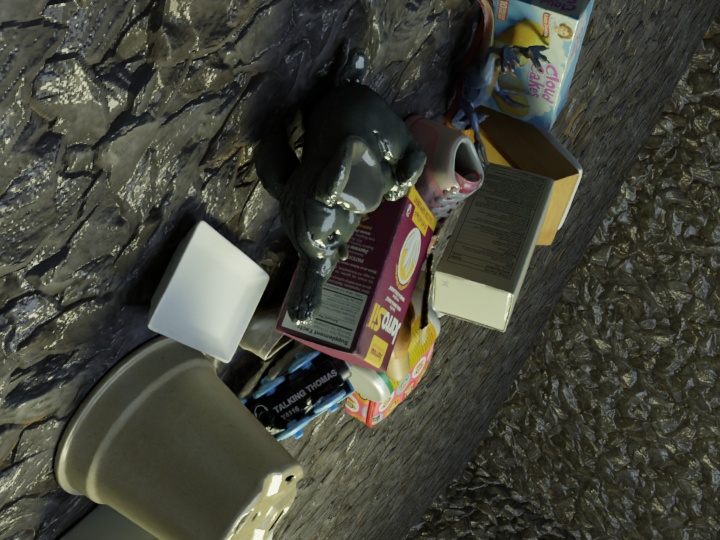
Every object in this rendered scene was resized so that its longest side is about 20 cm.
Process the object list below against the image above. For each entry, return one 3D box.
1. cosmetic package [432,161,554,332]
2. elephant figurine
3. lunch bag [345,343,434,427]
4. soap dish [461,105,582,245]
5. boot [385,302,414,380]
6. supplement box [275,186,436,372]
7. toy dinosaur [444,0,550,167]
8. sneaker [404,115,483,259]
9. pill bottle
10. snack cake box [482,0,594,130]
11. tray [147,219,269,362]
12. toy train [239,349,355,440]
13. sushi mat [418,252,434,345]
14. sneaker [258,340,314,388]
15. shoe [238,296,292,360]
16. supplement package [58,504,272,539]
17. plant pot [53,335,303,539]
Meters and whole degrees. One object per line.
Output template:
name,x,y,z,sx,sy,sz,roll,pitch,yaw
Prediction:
cosmetic package,0.172,-0.034,1.104,0.087,0.103,0.200,89,24,-52
elephant figurine,-0.029,-0.079,0.808,0.141,0.155,0.200,-43,-176,44
lunch bag,0.054,0.160,1.508,0.200,0.082,0.177,-43,153,-37
soap dish,0.218,-0.147,1.241,0.081,0.200,0.158,-26,151,-21
boot,0.035,0.033,1.161,0.202,0.070,0.144,-97,177,-48
supplement box,0.000,0.000,0.984,0.201,0.103,0.131,-71,159,-8
toy dinosaur,0.157,-0.245,1.105,0.105,0.201,0.181,-31,-171,-31
sneaker,0.093,-0.085,1.069,0.075,0.104,0.201,-18,120,-46
pill bottle,0.054,0.097,1.344,0.200,0.113,0.113,-49,160,-20
snack cake box,0.222,-0.286,1.110,0.067,0.115,0.200,-57,163,-26
tray,-0.150,0.025,0.850,0.108,0.022,0.200,-66,162,-9
toy train,-0.097,0.170,1.075,0.200,0.087,0.114,-33,174,-6
sushi mat,0.085,0.041,1.113,0.200,0.012,0.096,69,27,-79
sneaker,-0.073,0.146,1.162,0.200,0.082,0.075,-57,161,2
shoe,-0.080,0.060,1.049,0.200,0.053,0.070,-26,145,-56
supplement package,-0.221,0.318,0.973,0.200,0.155,0.111,-40,155,-38
plant pot,-0.166,0.195,0.864,0.201,0.183,0.201,-47,159,-24
